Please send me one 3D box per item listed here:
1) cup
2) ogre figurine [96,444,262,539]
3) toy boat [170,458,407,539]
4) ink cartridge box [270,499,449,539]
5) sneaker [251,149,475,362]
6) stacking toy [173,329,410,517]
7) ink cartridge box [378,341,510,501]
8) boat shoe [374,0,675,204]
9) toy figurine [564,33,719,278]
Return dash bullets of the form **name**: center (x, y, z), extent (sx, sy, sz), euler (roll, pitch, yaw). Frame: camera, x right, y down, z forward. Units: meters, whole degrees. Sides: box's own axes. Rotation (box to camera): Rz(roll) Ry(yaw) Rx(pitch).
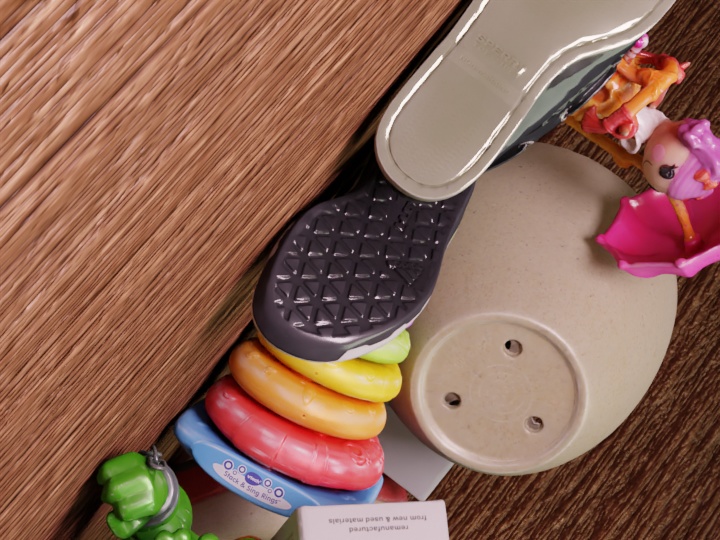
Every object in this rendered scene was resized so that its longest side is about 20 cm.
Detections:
- **cup**: center (0.087, 0.042, 1.147), extent (0.201, 0.200, 0.143), euler (-53, -173, 24)
- **ogre figurine**: center (-0.086, 0.171, 0.967), extent (0.098, 0.200, 0.120), euler (-40, -164, 0)
- **toy boat**: center (-0.056, 0.137, 1.327), extent (0.130, 0.131, 0.200), euler (-22, 154, 29)
- **ink cartridge box**: center (-0.001, 0.235, 1.014), extent (0.146, 0.084, 0.201), euler (126, -39, -65)
- **sneaker**: center (0.000, 0.000, 0.945), extent (0.083, 0.072, 0.200), euler (-52, 177, 38)
- **stacking toy**: center (-0.009, 0.030, 1.064), extent (0.201, 0.116, 0.110), euler (-64, 173, 12)
- **ink cartridge box**: center (0.059, 0.018, 1.309), extent (0.200, 0.144, 0.145), euler (-52, 177, 23)
- **boat shoe**: center (0.081, -0.105, 0.903), extent (0.200, 0.074, 0.066), euler (-50, 179, -10)
- **toy figurine**: center (0.142, -0.080, 1.053), extent (0.150, 0.184, 0.200), euler (-50, 176, -24)
